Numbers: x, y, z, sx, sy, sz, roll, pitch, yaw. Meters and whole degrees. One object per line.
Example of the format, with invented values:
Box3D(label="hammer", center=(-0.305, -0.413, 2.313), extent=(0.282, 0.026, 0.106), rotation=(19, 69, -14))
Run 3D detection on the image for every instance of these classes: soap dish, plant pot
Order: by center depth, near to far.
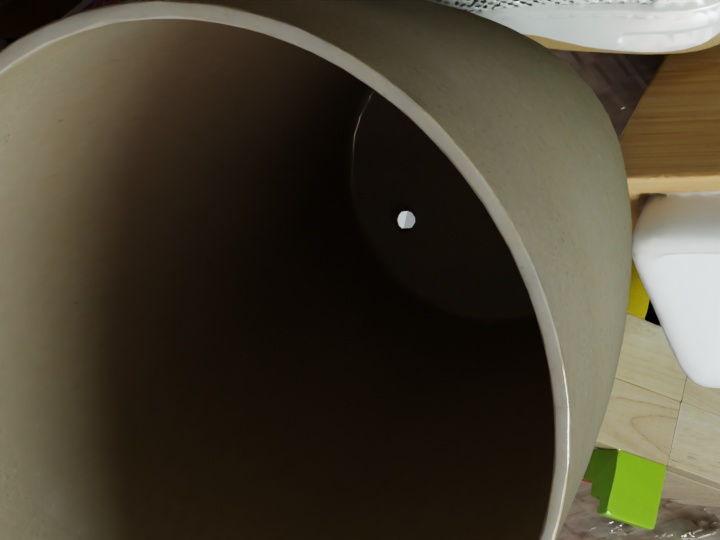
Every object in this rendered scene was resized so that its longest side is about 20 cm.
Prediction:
Box3D(label="plant pot", center=(0.000, 0.000, 0.665), extent=(0.187, 0.188, 0.200), rotation=(-26, -175, 28))
Box3D(label="soap dish", center=(0.190, -0.019, 0.788), extent=(0.198, 0.082, 0.157), rotation=(-1, 158, 17))

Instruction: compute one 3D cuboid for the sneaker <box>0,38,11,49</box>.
Box3D(label="sneaker", center=(-0.103, -0.013, 0.862), extent=(0.077, 0.082, 0.200), rotation=(-19, 145, 32))

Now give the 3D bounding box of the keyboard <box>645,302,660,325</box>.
Box3D(label="keyboard", center=(0.160, 0.025, 1.020), extent=(0.103, 0.040, 0.200), rotation=(6, 154, 27))

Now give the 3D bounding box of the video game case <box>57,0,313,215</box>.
Box3D(label="video game case", center=(-0.082, 0.011, 0.730), extent=(0.182, 0.023, 0.201), rotation=(-42, 147, -23))

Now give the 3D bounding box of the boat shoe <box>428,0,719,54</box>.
Box3D(label="boat shoe", center=(0.026, -0.112, 0.761), extent=(0.198, 0.071, 0.070), rotation=(-2, 129, 1))

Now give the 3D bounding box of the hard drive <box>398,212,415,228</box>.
Box3D(label="hard drive", center=(-0.030, -0.006, 0.847), extent=(0.139, 0.038, 0.201), rotation=(-16, 137, -30))

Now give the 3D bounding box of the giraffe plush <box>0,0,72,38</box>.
Box3D(label="giraffe plush", center=(-0.161, -0.074, 0.696), extent=(0.198, 0.163, 0.173), rotation=(-4, 147, -3))

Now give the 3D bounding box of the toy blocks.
Box3D(label="toy blocks", center=(0.086, 0.052, 0.976), extent=(0.199, 0.101, 0.136), rotation=(20, 168, -31))
